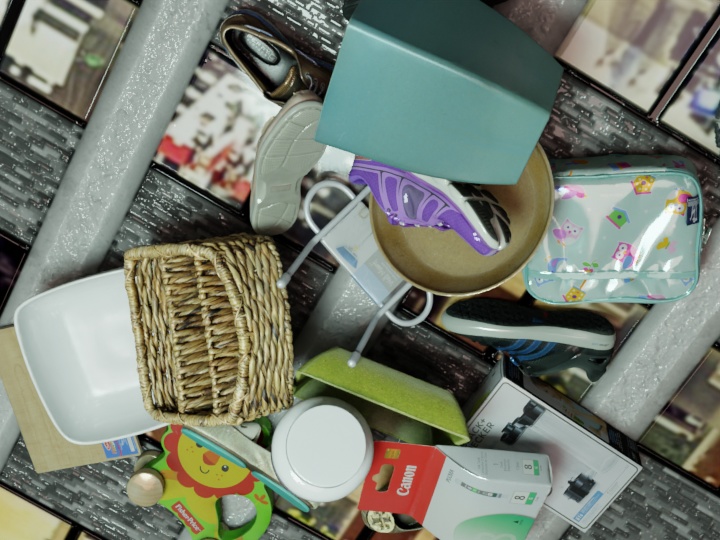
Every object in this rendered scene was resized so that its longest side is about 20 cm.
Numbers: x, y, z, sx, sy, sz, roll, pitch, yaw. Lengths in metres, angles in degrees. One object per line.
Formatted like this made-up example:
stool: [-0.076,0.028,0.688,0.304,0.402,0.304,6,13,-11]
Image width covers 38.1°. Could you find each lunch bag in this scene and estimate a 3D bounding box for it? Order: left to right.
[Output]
lunch bag: [0.271,-0.040,1.122,0.198,0.077,0.162,0,110,10]

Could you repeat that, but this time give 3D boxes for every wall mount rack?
wall mount rack: [0.000,0.000,1.146,0.174,0.075,0.200,-45,102,-14]

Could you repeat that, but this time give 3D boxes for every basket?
basket: [-0.162,0.067,1.134,0.148,0.143,0.202,-8,98,-25]

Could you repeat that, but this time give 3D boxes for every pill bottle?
pill bottle: [-0.043,0.197,1.146,0.110,0.200,0.112,1,78,-5]

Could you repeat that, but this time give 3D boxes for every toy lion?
toy lion: [-0.181,0.258,1.316,0.191,0.069,0.200,-35,103,11]

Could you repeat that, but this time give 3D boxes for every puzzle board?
puzzle board: [-0.372,0.154,1.316,0.150,0.017,0.201,-12,107,11]

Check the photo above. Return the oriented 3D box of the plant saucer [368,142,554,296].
plant saucer: [0.107,-0.070,1.092,0.199,0.035,0.202,-4,80,21]

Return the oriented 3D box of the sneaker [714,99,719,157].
sneaker: [0.425,-0.116,1.087,0.079,0.078,0.201,-22,113,-5]

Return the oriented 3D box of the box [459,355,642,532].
box: [0.217,0.206,1.235,0.199,0.060,0.117,34,112,-6]

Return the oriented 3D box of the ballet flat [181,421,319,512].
ballet flat: [-0.124,0.218,1.263,0.200,0.067,0.063,36,70,-15]

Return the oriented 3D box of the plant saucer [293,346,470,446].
plant saucer: [0.022,0.145,1.195,0.199,0.200,0.048,22,75,-1]

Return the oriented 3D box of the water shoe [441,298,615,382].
water shoe: [0.188,0.086,1.187,0.198,0.072,0.079,7,114,6]

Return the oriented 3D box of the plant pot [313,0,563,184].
plant pot: [0.082,-0.175,1.001,0.199,0.142,0.142,24,134,2]

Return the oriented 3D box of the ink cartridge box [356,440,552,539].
ink cartridge box: [0.103,0.262,1.196,0.198,0.050,0.162,4,138,-6]

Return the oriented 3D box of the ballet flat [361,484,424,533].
ballet flat: [0.095,0.291,1.292,0.199,0.046,0.068,-12,110,12]

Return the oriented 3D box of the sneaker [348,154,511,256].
sneaker: [0.069,-0.069,1.060,0.200,0.080,0.084,39,111,31]

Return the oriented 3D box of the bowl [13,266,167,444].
bowl: [-0.289,0.093,1.241,0.199,0.075,0.201,-16,106,3]

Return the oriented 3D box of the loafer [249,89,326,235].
loafer: [-0.086,-0.122,1.111,0.071,0.063,0.201,-5,143,-24]

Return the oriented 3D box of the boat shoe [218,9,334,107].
boat shoe: [-0.070,-0.197,1.111,0.199,0.072,0.072,34,111,-6]

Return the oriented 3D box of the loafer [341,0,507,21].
loafer: [0.074,-0.299,1.065,0.199,0.073,0.073,-9,71,18]
